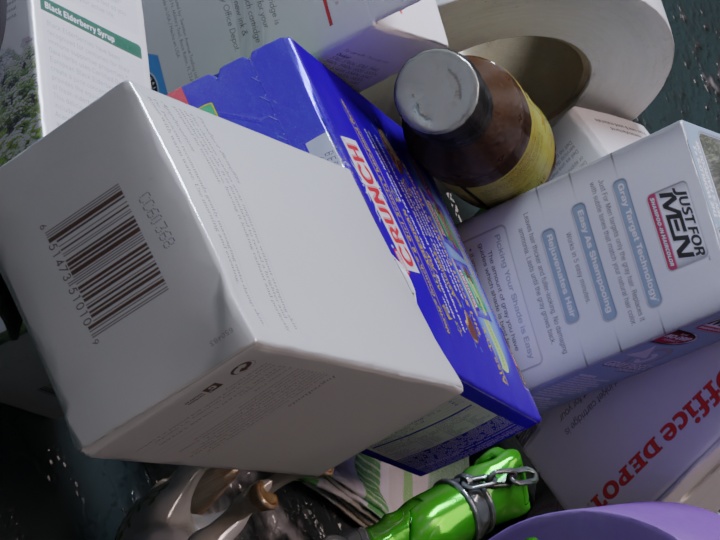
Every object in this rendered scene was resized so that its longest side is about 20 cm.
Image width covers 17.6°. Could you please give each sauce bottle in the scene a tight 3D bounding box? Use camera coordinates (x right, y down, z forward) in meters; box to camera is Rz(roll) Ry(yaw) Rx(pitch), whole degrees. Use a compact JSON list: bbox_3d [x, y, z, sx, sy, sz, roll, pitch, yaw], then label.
[{"bbox_3d":[0.056,-0.071,1.145,0.200,0.064,0.065,28,42,-78],"label":"sauce bottle"}]

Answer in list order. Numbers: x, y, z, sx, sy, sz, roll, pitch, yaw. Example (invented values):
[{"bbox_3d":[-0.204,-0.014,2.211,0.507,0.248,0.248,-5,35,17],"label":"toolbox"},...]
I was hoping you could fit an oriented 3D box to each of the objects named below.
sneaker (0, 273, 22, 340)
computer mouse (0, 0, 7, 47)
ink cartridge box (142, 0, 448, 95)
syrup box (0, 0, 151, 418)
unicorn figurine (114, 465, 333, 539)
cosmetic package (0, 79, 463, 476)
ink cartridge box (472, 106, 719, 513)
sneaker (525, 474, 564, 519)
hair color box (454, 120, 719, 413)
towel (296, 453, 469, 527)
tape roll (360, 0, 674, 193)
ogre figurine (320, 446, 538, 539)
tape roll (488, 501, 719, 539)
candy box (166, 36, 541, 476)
[{"bbox_3d":[-0.181,-0.059,0.796,0.200,0.060,0.105,42,45,-50],"label":"sneaker"},{"bbox_3d":[-0.178,-0.077,0.916,0.139,0.052,0.201,77,20,-49],"label":"computer mouse"},{"bbox_3d":[-0.034,-0.139,1.111,0.068,0.200,0.116,9,62,-56],"label":"ink cartridge box"},{"bbox_3d":[-0.139,-0.048,1.000,0.081,0.079,0.201,24,50,-49],"label":"syrup box"},{"bbox_3d":[-0.083,0.125,0.946,0.074,0.137,0.200,56,15,0],"label":"unicorn figurine"},{"bbox_3d":[-0.048,0.010,0.874,0.113,0.081,0.200,63,16,19],"label":"cosmetic package"},{"bbox_3d":[0.142,0.035,1.254,0.084,0.146,0.200,8,41,-51],"label":"ink cartridge box"},{"bbox_3d":[0.143,0.202,1.289,0.200,0.081,0.088,59,31,3],"label":"sneaker"},{"bbox_3d":[0.106,0.010,1.190,0.061,0.200,0.099,10,60,-55],"label":"hair color box"},{"bbox_3d":[-0.004,0.059,1.199,0.200,0.023,0.153,37,40,-40],"label":"towel"},{"bbox_3d":[0.066,-0.123,1.255,0.202,0.202,0.071,24,44,-50],"label":"tape roll"},{"bbox_3d":[0.026,0.190,1.068,0.120,0.201,0.098,-2,27,-36],"label":"ogre figurine"},{"bbox_3d":[0.129,0.214,1.127,0.085,0.200,0.201,2,68,-57],"label":"tape roll"},{"bbox_3d":[0.000,0.000,1.090,0.170,0.077,0.200,66,10,18],"label":"candy box"}]
